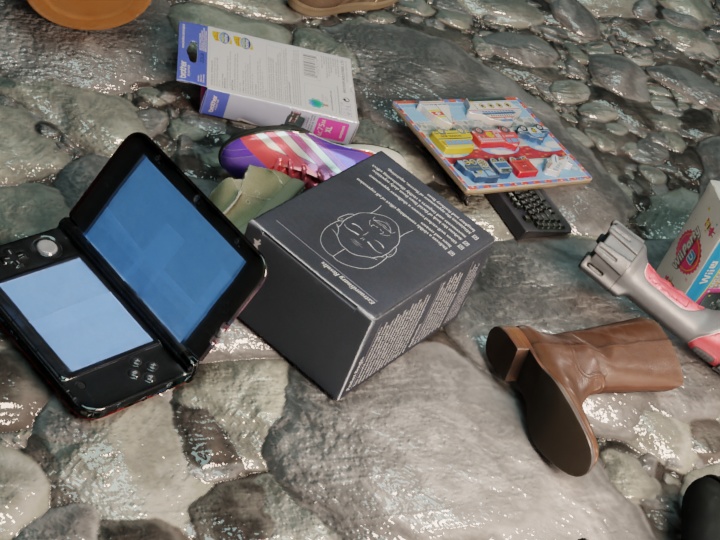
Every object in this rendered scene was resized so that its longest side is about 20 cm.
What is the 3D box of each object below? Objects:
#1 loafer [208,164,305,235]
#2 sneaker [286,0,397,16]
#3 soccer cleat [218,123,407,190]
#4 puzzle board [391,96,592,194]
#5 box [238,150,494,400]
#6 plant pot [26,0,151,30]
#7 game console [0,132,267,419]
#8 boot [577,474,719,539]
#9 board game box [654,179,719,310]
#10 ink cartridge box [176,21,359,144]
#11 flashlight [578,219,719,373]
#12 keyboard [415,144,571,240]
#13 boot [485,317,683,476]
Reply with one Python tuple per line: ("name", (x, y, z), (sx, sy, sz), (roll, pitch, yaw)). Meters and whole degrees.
("loafer", (-0.119, -0.042, 1.389), (0.068, 0.076, 0.200), (28, 30, 9))
("sneaker", (-0.003, -0.361, 1.803), (0.070, 0.076, 0.199), (41, 43, 22))
("soccer cleat", (-0.043, -0.094, 1.490), (0.199, 0.068, 0.074), (8, 48, -19))
("puzzle board", (0.148, -0.144, 1.650), (0.199, 0.017, 0.151), (-7, 48, -40))
("box", (0.000, 0.000, 1.366), (0.148, 0.107, 0.200), (39, 41, 19))
("plant pot", (-0.290, -0.351, 1.580), (0.199, 0.200, 0.141), (6, 59, -20))
("game console", (-0.210, -0.001, 1.257), (0.172, 0.119, 0.200), (-21, 55, -41))
("boot", (0.255, 0.247, 1.240), (0.161, 0.074, 0.199), (6, 42, -14))
("board game box", (0.425, -0.014, 1.557), (0.199, 0.148, 0.065), (4, 44, -21))
("ink cartridge box", (-0.104, -0.203, 1.602), (0.199, 0.042, 0.120), (13, 40, -16))
("flashlight", (0.319, 0.028, 1.492), (0.200, 0.068, 0.068), (40, 28, 2))
("keyboard", (0.138, -0.107, 1.626), (0.126, 0.021, 0.200), (-5, 46, -31))
("boot", (0.239, 0.112, 1.395), (0.199, 0.064, 0.187), (2, 42, -31))
